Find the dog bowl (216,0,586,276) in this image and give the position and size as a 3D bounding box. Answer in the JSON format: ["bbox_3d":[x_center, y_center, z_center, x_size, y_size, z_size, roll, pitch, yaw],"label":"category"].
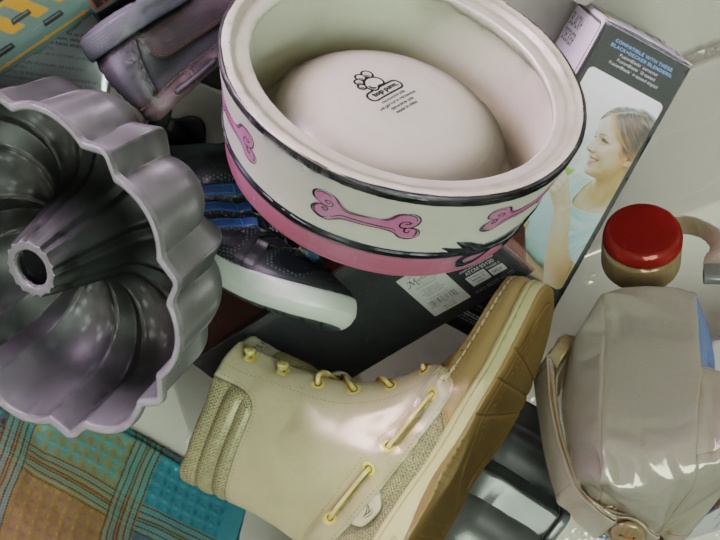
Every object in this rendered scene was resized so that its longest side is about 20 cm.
[{"bbox_3d":[0.015,-0.078,1.555,0.200,0.200,0.074,1,133,-18],"label":"dog bowl"}]

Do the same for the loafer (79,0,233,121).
[{"bbox_3d":[-0.070,-0.139,1.619,0.200,0.072,0.063,-31,91,-42],"label":"loafer"}]

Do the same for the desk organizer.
[{"bbox_3d":[0.000,0.000,1.673,0.200,0.077,0.072,-31,126,29],"label":"desk organizer"}]

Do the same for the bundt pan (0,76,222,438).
[{"bbox_3d":[-0.155,-0.016,1.578,0.076,0.202,0.202,-37,123,-47],"label":"bundt pan"}]

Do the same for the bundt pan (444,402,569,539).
[{"bbox_3d":[0.037,0.147,1.717,0.076,0.202,0.202,38,94,-19],"label":"bundt pan"}]

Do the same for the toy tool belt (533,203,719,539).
[{"bbox_3d":[0.159,0.074,1.657,0.125,0.200,0.123,-1,138,1],"label":"toy tool belt"}]

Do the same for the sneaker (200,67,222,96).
[{"bbox_3d":[-0.023,-0.073,1.695,0.200,0.076,0.088,25,110,-17],"label":"sneaker"}]

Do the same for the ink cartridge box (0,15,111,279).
[{"bbox_3d":[-0.241,-0.099,1.636,0.199,0.041,0.200,8,105,-20],"label":"ink cartridge box"}]

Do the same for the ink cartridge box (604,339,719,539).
[{"bbox_3d":[0.244,0.095,1.790,0.200,0.148,0.086,-16,69,-13],"label":"ink cartridge box"}]

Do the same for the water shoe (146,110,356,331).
[{"bbox_3d":[-0.069,-0.035,1.628,0.071,0.200,0.079,22,97,-51],"label":"water shoe"}]

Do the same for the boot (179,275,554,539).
[{"bbox_3d":[0.003,0.066,1.621,0.200,0.155,0.073,-60,158,1],"label":"boot"}]

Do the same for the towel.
[{"bbox_3d":[-0.159,0.150,1.707,0.200,0.147,0.022,30,142,-23],"label":"towel"}]

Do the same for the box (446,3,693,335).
[{"bbox_3d":[0.113,-0.055,1.717,0.060,0.117,0.200,28,100,-8],"label":"box"}]

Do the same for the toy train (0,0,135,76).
[{"bbox_3d":[-0.194,-0.162,1.568,0.200,0.085,0.114,-36,124,-5],"label":"toy train"}]

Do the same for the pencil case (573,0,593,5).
[{"bbox_3d":[0.069,-0.233,1.664,0.200,0.078,0.090,31,72,-24],"label":"pencil case"}]
